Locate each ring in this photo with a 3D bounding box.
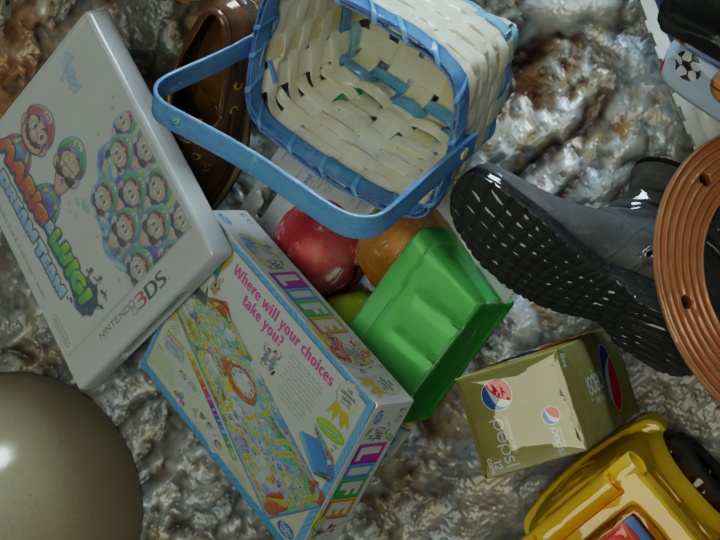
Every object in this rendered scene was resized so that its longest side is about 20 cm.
[{"bbox_3d":[0.263,0.008,1.213,0.019,0.200,0.201,-28,83,58],"label":"ring"}]

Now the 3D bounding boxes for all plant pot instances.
[{"bbox_3d":[-0.274,0.178,1.380,0.199,0.134,0.201,1,93,17],"label":"plant pot"}]

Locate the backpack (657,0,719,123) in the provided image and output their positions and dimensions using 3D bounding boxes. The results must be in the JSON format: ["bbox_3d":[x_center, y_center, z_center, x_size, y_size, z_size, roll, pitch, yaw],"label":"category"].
[{"bbox_3d":[0.281,-0.156,1.146,0.200,0.191,0.154,37,140,4],"label":"backpack"}]

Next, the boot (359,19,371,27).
[{"bbox_3d":[-0.005,-0.251,1.325,0.201,0.071,0.145,-25,72,25],"label":"boot"}]

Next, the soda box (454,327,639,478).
[{"bbox_3d":[0.122,0.080,1.226,0.067,0.200,0.064,-18,88,17],"label":"soda box"}]

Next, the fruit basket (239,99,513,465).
[{"bbox_3d":[0.000,0.000,1.320,0.200,0.094,0.186,44,108,27],"label":"fruit basket"}]

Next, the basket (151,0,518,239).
[{"bbox_3d":[-0.005,-0.104,1.202,0.176,0.200,0.139,34,132,23],"label":"basket"}]

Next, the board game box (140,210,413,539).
[{"bbox_3d":[-0.060,0.073,1.277,0.200,0.034,0.135,48,124,34],"label":"board game box"}]

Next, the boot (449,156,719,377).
[{"bbox_3d":[0.160,-0.029,1.247,0.200,0.132,0.070,36,141,-4],"label":"boot"}]

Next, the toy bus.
[{"bbox_3d":[0.193,0.205,1.218,0.136,0.192,0.200,-41,83,12],"label":"toy bus"}]

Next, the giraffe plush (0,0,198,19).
[{"bbox_3d":[-0.148,-0.252,1.320,0.162,0.173,0.201,14,105,7],"label":"giraffe plush"}]

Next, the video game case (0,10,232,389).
[{"bbox_3d":[-0.186,-0.047,1.348,0.182,0.024,0.200,-42,68,39],"label":"video game case"}]

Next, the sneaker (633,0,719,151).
[{"bbox_3d":[0.229,-0.149,1.254,0.080,0.076,0.201,-19,89,7],"label":"sneaker"}]

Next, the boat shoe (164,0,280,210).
[{"bbox_3d":[-0.112,-0.110,1.328,0.072,0.067,0.200,40,126,19],"label":"boat shoe"}]
